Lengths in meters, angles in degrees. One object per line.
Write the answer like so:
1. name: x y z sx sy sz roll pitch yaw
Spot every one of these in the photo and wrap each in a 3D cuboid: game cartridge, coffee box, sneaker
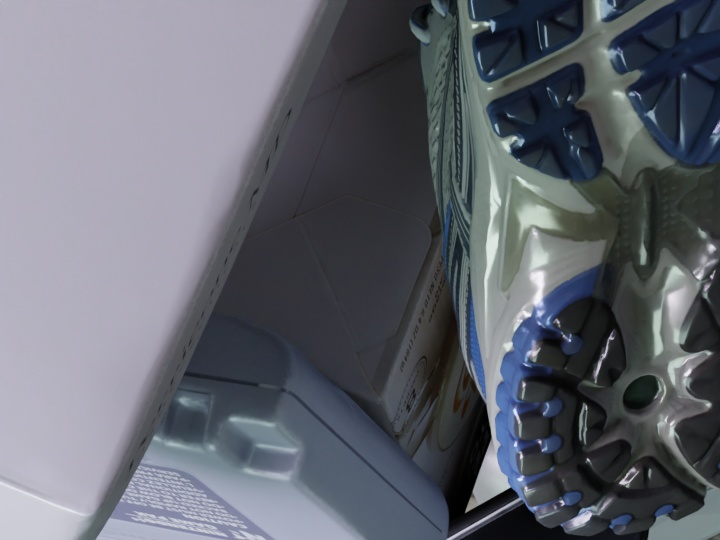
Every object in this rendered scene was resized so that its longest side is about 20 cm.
1. game cartridge: -0.082 0.040 0.703 0.199 0.041 0.133 8 157 24
2. coffee box: 0.000 0.000 0.773 0.079 0.115 0.200 18 166 12
3. sneaker: 0.040 -0.047 0.526 0.077 0.201 0.085 -9 -143 -18

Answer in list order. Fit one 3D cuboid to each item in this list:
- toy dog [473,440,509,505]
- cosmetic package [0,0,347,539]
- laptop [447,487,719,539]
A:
1. toy dog: 0.088 0.100 1.090 0.131 0.097 0.200 25 151 2
2. cosmetic package: -0.068 -0.053 0.516 0.122 0.200 0.200 24 166 -2
3. laptop: 0.056 0.128 0.788 0.199 0.117 0.187 2 154 -42
